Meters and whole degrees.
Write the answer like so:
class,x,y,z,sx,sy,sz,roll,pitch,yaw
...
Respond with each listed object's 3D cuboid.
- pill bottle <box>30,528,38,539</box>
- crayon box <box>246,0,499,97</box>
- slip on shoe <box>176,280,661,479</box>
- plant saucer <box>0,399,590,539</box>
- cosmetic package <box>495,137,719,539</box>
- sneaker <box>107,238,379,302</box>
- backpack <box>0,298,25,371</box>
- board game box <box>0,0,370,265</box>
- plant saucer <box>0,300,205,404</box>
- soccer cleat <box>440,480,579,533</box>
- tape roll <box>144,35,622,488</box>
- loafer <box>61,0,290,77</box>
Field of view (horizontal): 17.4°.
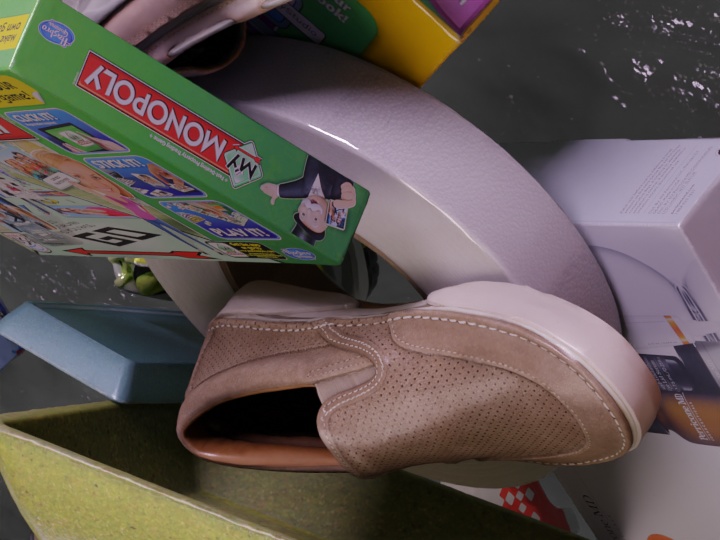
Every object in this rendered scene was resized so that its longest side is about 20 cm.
class,x,y,z,sx,sy,sz,roll,pitch,yaw
pill bottle,-0.090,0.116,1.167,0.112,0.112,0.200,42,152,-2
crayon box,-0.055,-0.128,0.836,0.200,0.058,0.173,41,151,-2
slip on shoe,0.013,0.045,0.803,0.200,0.061,0.076,7,139,43
plant saucer,-0.021,0.104,0.882,0.199,0.048,0.200,19,-175,17
cosmetic package,0.119,0.041,0.871,0.151,0.052,0.200,4,135,52
sneaker,-0.087,-0.037,0.983,0.200,0.076,0.075,37,152,6
backpack,-0.291,0.021,1.240,0.183,0.147,0.200,17,149,36
board game box,-0.108,-0.044,0.792,0.134,0.029,0.200,29,164,-33
plant saucer,-0.075,0.035,1.013,0.070,0.019,0.200,28,-172,24
soccer cleat,0.051,0.159,1.000,0.069,0.085,0.200,143,120,-61
tape roll,0.000,0.000,0.856,0.203,0.037,0.203,28,151,17
loafer,-0.056,-0.087,0.767,0.063,0.072,0.200,39,149,-13
